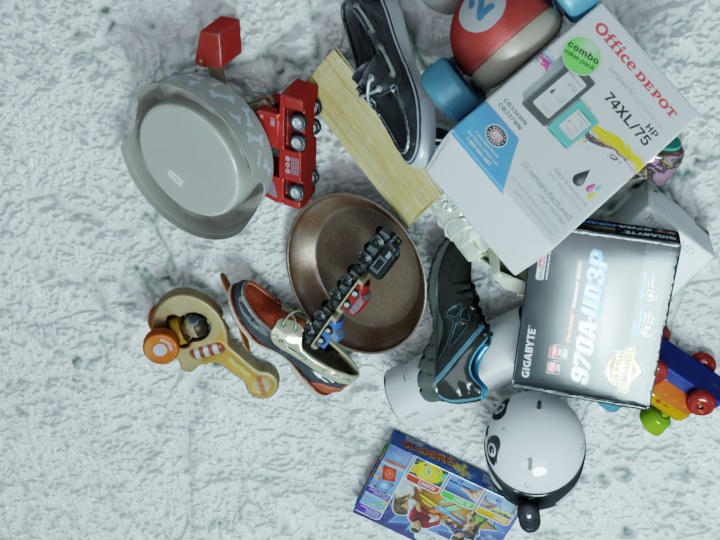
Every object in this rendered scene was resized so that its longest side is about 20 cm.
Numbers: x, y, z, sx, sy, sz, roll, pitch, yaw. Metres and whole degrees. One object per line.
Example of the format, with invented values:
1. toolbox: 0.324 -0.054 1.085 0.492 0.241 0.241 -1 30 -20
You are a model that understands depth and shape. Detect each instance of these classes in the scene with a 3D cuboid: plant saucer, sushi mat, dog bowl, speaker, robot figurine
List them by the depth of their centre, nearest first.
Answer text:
1. sushi mat: 0.013 -0.146 1.204 0.201 0.012 0.096 53 148 2
2. dog bowl: -0.186 -0.135 1.242 0.198 0.059 0.202 21 133 24
3. plant saucer: 0.000 0.000 1.291 0.198 0.037 0.203 14 117 29
4. robot figurine: 0.209 0.220 1.310 0.124 0.200 0.151 -33 67 -5
5. speaker: 0.130 0.119 1.326 0.198 0.081 0.082 -28 108 22

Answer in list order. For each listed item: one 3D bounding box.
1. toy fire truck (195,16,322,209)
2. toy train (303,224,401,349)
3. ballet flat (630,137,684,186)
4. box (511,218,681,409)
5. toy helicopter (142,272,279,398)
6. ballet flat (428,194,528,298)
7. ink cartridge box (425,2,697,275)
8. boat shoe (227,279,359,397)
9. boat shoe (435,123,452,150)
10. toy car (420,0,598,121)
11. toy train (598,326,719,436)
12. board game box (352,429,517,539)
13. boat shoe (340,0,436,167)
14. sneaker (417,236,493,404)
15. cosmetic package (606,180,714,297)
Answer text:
1. toy fire truck: -0.116 -0.177 1.238 0.139 0.049 0.202 17 128 17
2. toy train: -0.009 0.026 1.267 0.046 0.034 0.201 37 126 0
3. ballet flat: 0.253 -0.133 1.183 0.197 0.069 0.072 15 123 -1
4. box: 0.258 0.045 1.195 0.156 0.046 0.203 9 113 9
5. toy helicopter: -0.176 0.092 1.396 0.132 0.079 0.200 -42 113 17
6. ballet flat: 0.152 -0.027 1.227 0.199 0.072 0.072 35 119 -25
7. ink cartridge box: 0.193 -0.125 1.063 0.200 0.146 0.147 -41 87 -11
8. boat shoe: -0.084 0.080 1.354 0.062 0.072 0.200 -26 116 38
9. boat shoe: 0.145 -0.108 1.219 0.197 0.061 0.077 14 119 4
10. toy car: 0.108 -0.287 1.085 0.184 0.177 0.201 -39 91 15
11. toy train: 0.386 0.161 1.300 0.199 0.085 0.116 33 129 -6
12. board game box: 0.105 0.313 1.457 0.198 0.035 0.136 26 120 -2
13. boat shoe: 0.024 -0.199 1.132 0.067 0.203 0.072 -5 162 -26
14. sneaker: 0.121 0.056 1.266 0.081 0.073 0.203 4 89 27
15. cosmetic package: 0.298 0.009 1.241 0.101 0.074 0.201 35 119 -7
